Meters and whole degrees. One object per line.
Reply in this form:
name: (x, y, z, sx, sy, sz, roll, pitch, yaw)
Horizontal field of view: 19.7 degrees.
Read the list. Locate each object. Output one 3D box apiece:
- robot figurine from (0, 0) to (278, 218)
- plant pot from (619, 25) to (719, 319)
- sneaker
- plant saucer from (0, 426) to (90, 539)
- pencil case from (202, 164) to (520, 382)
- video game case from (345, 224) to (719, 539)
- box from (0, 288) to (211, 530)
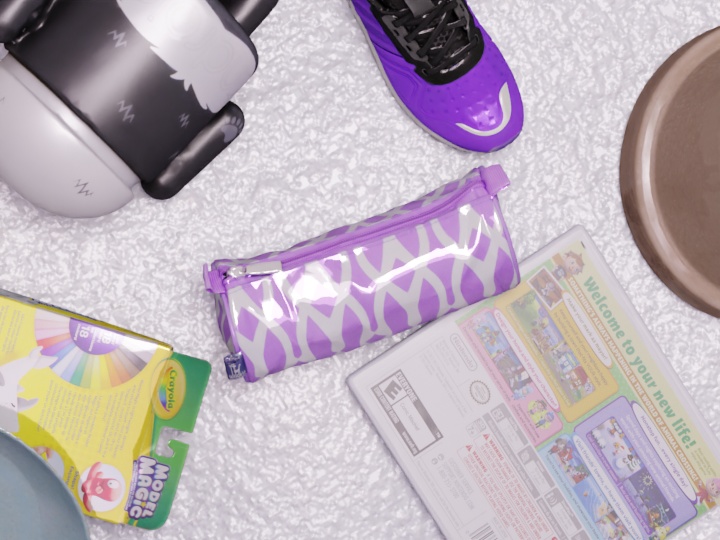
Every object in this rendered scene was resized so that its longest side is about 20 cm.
robot figurine: (-0.143, -0.125, 1.244, 0.150, 0.125, 0.200, 43, 86, 2)
plant pot: (0.270, -0.064, 1.256, 0.199, 0.175, 0.202, 0, 90, -4)
sneaker: (0.033, -0.158, 1.269, 0.069, 0.100, 0.201, -35, 92, -3)
plant saucer: (-0.256, 0.153, 1.245, 0.199, 0.039, 0.202, 3, 120, 5)
pencil case: (0.000, 0.000, 1.273, 0.199, 0.084, 0.086, -20, 129, -7)
video game case: (0.118, 0.103, 1.317, 0.181, 0.022, 0.201, -33, 92, -4)
box: (-0.200, 0.080, 1.275, 0.199, 0.048, 0.118, 17, 88, -2)
